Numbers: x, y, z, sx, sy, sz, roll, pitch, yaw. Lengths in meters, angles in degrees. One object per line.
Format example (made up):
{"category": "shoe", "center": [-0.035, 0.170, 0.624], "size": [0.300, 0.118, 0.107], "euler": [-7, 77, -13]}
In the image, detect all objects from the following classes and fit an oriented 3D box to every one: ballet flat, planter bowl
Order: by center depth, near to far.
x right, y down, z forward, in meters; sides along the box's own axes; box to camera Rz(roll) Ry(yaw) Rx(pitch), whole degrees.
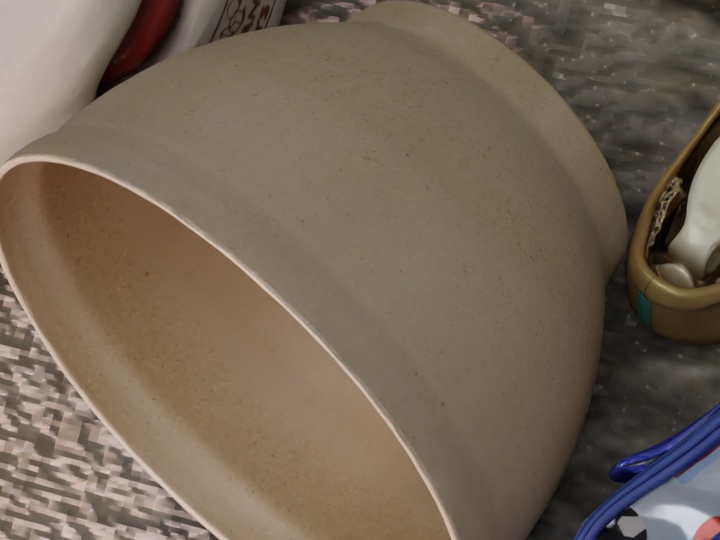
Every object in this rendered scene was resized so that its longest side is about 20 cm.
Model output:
{"category": "planter bowl", "center": [0.000, 0.000, 0.846], "size": [0.200, 0.200, 0.135], "euler": [37, 66, 20]}
{"category": "ballet flat", "center": [0.156, -0.060, 0.861], "size": [0.069, 0.063, 0.200], "euler": [36, 91, 19]}

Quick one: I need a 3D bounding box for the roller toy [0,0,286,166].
{"category": "roller toy", "center": [-0.121, -0.116, 0.918], "size": [0.182, 0.140, 0.200], "euler": [-22, 78, 23]}

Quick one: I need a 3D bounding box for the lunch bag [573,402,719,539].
{"category": "lunch bag", "center": [0.161, 0.090, 0.804], "size": [0.200, 0.076, 0.160], "euler": [-37, 74, -11]}
